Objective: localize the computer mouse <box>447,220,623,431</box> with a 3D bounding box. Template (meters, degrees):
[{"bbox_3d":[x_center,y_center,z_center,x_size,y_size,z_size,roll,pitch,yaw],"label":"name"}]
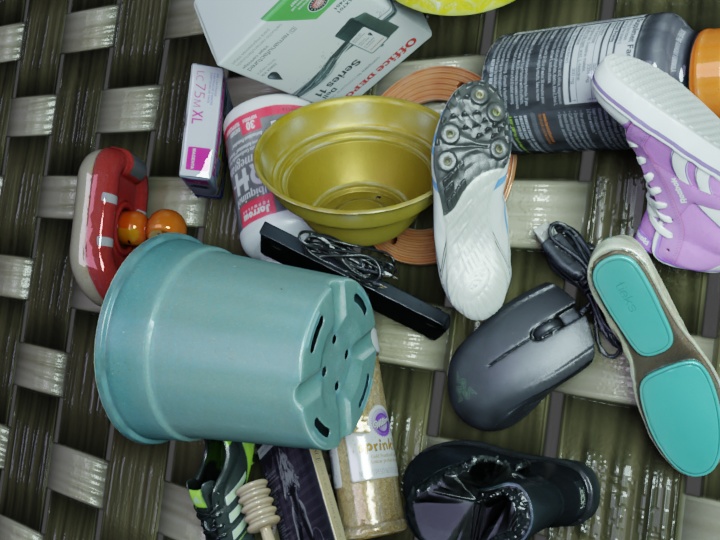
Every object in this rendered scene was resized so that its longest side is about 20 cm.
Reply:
[{"bbox_3d":[0.143,0.064,0.760,0.200,0.052,0.139,-47,59,22],"label":"computer mouse"}]

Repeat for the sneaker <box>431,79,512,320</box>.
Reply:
[{"bbox_3d":[0.094,-0.060,0.737,0.071,0.073,0.203,-3,102,-3],"label":"sneaker"}]

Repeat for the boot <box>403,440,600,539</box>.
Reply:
[{"bbox_3d":[0.082,0.186,0.716,0.198,0.167,0.078,-5,80,37],"label":"boot"}]

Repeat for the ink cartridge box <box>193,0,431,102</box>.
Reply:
[{"bbox_3d":[-0.042,-0.252,0.860,0.146,0.199,0.084,-35,67,28],"label":"ink cartridge box"}]

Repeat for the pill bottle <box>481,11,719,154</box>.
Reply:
[{"bbox_3d":[0.208,-0.153,0.711,0.198,0.106,0.108,3,85,37],"label":"pill bottle"}]

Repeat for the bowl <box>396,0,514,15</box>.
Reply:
[{"bbox_3d":[0.091,-0.346,0.775,0.197,0.108,0.203,-3,66,7],"label":"bowl"}]

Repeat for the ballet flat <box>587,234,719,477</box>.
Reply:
[{"bbox_3d":[0.240,0.062,0.675,0.067,0.062,0.202,-20,98,28],"label":"ballet flat"}]

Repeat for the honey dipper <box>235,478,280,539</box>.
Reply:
[{"bbox_3d":[-0.082,0.316,0.877,0.038,0.038,0.202,-35,63,28],"label":"honey dipper"}]

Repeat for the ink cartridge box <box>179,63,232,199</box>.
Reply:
[{"bbox_3d":[-0.175,-0.151,0.988,0.041,0.200,0.121,7,87,-7],"label":"ink cartridge box"}]

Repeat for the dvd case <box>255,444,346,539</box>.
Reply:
[{"bbox_3d":[-0.056,0.248,0.867,0.149,0.016,0.202,-51,52,55],"label":"dvd case"}]

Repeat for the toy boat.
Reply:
[{"bbox_3d":[-0.282,-0.050,1.078,0.129,0.131,0.203,3,84,8],"label":"toy boat"}]

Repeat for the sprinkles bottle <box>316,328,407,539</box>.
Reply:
[{"bbox_3d":[-0.002,0.159,0.847,0.068,0.068,0.203,-19,72,33],"label":"sprinkles bottle"}]

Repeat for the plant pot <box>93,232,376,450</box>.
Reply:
[{"bbox_3d":[-0.100,0.072,0.781,0.193,0.200,0.204,4,85,26],"label":"plant pot"}]

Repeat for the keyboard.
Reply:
[{"bbox_3d":[0.000,0.000,0.803,0.198,0.104,0.040,26,75,-2],"label":"keyboard"}]

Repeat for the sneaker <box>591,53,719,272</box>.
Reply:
[{"bbox_3d":[0.228,-0.066,0.643,0.114,0.199,0.073,-45,15,39],"label":"sneaker"}]

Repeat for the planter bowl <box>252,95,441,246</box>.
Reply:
[{"bbox_3d":[0.000,-0.083,0.824,0.199,0.199,0.084,33,142,35],"label":"planter bowl"}]

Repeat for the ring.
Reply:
[{"bbox_3d":[0.070,-0.105,0.864,0.198,0.019,0.204,-8,77,37],"label":"ring"}]

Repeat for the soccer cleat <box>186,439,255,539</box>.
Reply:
[{"bbox_3d":[-0.155,0.264,0.939,0.067,0.081,0.203,-8,78,36],"label":"soccer cleat"}]

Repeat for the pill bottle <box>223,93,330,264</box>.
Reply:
[{"bbox_3d":[-0.081,-0.075,0.916,0.110,0.110,0.203,-23,70,32],"label":"pill bottle"}]
